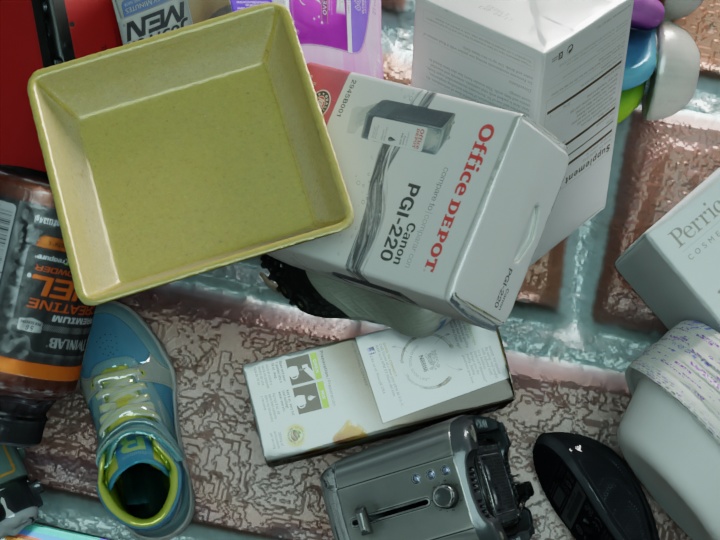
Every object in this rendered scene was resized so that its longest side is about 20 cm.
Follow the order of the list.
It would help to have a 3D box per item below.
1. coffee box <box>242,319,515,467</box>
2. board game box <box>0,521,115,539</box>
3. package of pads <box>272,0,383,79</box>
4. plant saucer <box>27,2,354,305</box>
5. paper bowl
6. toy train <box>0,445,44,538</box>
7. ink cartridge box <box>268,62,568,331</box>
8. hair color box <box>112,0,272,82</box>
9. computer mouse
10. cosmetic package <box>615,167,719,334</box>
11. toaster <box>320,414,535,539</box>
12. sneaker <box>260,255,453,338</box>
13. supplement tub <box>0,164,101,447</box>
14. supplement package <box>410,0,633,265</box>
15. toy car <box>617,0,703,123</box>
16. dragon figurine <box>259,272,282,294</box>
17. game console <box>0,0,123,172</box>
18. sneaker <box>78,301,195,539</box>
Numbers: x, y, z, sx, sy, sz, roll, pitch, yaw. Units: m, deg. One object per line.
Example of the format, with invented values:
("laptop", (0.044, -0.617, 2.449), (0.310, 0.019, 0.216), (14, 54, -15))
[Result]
("coffee box", (0.013, 0.092, 1.599), (0.200, 0.114, 0.080), (-14, 83, -3))
("board game box", (-0.281, 0.295, 1.598), (0.152, 0.045, 0.200), (13, 82, 1))
("package of pads", (-0.044, -0.214, 1.632), (0.076, 0.120, 0.200), (-7, 82, 42))
("plant saucer", (-0.121, -0.077, 1.453), (0.200, 0.048, 0.200), (-17, 63, -1))
("paper bowl", (0.277, 0.144, 1.555), (0.104, 0.201, 0.201), (-40, 86, -7))
("toy train", (-0.326, 0.128, 1.568), (0.114, 0.085, 0.200), (-24, 77, -19))
("ink cartridge box", (0.030, -0.055, 1.464), (0.200, 0.085, 0.146), (18, 83, 34))
("hair color box", (-0.117, -0.155, 1.559), (0.109, 0.065, 0.200), (-16, 89, 31))
("computer mouse", (0.207, 0.207, 1.597), (0.053, 0.139, 0.200), (-25, 71, -18))
("cosmetic package", (0.334, 0.008, 1.593), (0.167, 0.166, 0.200), (-40, 84, -6))
("toaster", (0.053, 0.178, 1.564), (0.129, 0.200, 0.114), (-17, 84, 14))
("sneaker", (0.000, 0.000, 1.565), (0.200, 0.072, 0.072), (19, 40, 37))
("supplement tub", (-0.251, 0.027, 1.511), (0.107, 0.107, 0.200), (13, 95, 0))
("supplement package", (0.118, -0.125, 1.545), (0.121, 0.200, 0.120), (29, 45, 29))
("toy car", (0.194, -0.216, 1.625), (0.175, 0.150, 0.200), (8, 83, -1))
("dragon figurine", (0.027, 0.002, 1.636), (0.200, 0.099, 0.059), (-17, 83, 21))
("game console", (-0.233, -0.136, 1.624), (0.172, 0.119, 0.200), (-9, 86, -34))
("sneaker", (-0.179, 0.113, 1.582), (0.080, 0.131, 0.200), (-19, 83, -3))
